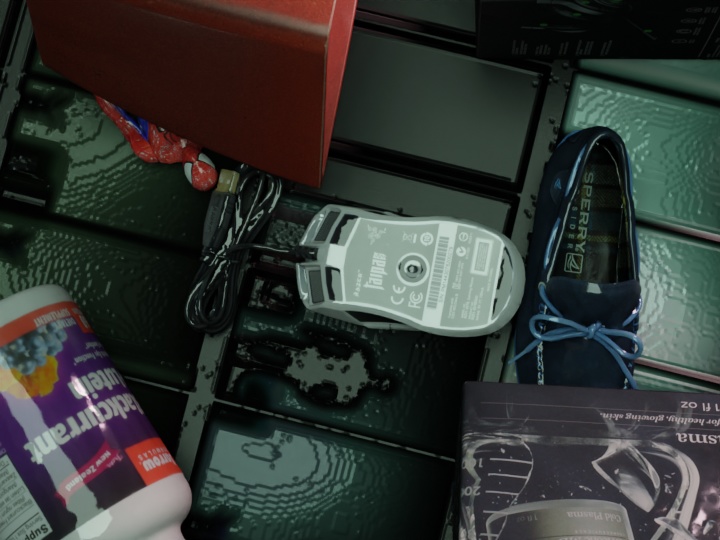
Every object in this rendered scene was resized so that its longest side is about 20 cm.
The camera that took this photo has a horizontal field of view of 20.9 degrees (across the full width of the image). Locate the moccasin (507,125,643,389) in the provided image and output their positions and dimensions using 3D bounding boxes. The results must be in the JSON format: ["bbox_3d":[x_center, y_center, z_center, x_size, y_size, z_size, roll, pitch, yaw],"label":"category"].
[{"bbox_3d":[0.126,0.013,1.145,0.080,0.068,0.201,-1,82,-9],"label":"moccasin"}]

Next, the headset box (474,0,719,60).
[{"bbox_3d":[0.152,-0.186,1.127,0.199,0.174,0.093,0,82,3],"label":"headset box"}]

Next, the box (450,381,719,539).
[{"bbox_3d":[0.147,0.174,1.052,0.199,0.124,0.197,2,45,2],"label":"box"}]

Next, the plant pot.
[{"bbox_3d":[-0.088,-0.187,1.104,0.175,0.200,0.201,10,70,2],"label":"plant pot"}]

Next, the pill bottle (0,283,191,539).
[{"bbox_3d":[-0.166,0.118,1.122,0.111,0.111,0.201,-33,82,-3],"label":"pill bottle"}]

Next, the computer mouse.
[{"bbox_3d":[0.000,0.000,1.171,0.199,0.044,0.110,11,80,8],"label":"computer mouse"}]

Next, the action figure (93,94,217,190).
[{"bbox_3d":[-0.143,-0.134,1.196,0.065,0.052,0.201,-31,83,-8],"label":"action figure"}]
